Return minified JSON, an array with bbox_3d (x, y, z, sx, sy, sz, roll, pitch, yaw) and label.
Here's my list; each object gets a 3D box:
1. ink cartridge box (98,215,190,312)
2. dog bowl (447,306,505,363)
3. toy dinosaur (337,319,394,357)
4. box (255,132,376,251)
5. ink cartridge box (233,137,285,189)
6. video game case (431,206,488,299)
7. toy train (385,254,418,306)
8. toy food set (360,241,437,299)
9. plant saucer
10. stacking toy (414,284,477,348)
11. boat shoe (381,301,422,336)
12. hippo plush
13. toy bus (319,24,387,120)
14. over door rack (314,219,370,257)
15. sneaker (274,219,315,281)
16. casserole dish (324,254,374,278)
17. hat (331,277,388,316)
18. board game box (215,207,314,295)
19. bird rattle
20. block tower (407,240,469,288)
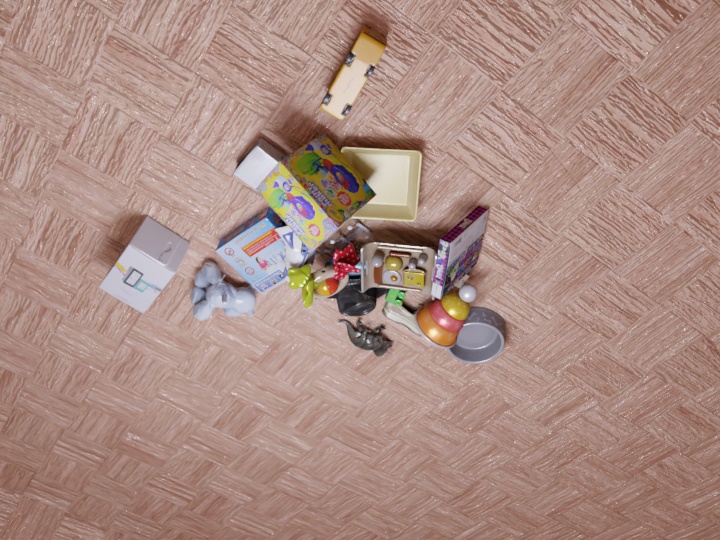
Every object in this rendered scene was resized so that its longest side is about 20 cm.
[{"bbox_3d":[-0.605,-0.017,1.761,0.146,0.147,0.200,35,123,-19],"label":"ink cartridge box"},{"bbox_3d":[0.346,0.204,1.895,0.200,0.059,0.200,3,129,4],"label":"dog bowl"},{"bbox_3d":[0.017,0.211,1.924,0.200,0.077,0.102,15,122,-10],"label":"toy dinosaur"},{"bbox_3d":[-0.103,-0.188,1.494,0.200,0.193,0.122,48,134,-4],"label":"box"},{"bbox_3d":[-0.212,-0.236,1.609,0.200,0.050,0.109,36,123,-22],"label":"ink cartridge box"},{"bbox_3d":[0.258,-0.048,1.624,0.036,0.200,0.182,26,135,26],"label":"video game case"},{"bbox_3d":[0.119,0.017,1.715,0.056,0.042,0.200,23,128,2],"label":"toy train"},{"bbox_3d":[0.101,0.007,1.646,0.200,0.060,0.144,7,124,13],"label":"toy food set"},{"bbox_3d":[0.050,-0.225,1.585,0.199,0.048,0.200,3,125,2],"label":"plant saucer"},{"bbox_3d":[0.258,0.112,1.753,0.146,0.146,0.200,27,128,-15],"label":"stacking toy"},{"bbox_3d":[0.166,0.139,1.860,0.200,0.072,0.076,25,111,-16],"label":"boat shoe"},{"bbox_3d":[-0.387,0.061,1.830,0.161,0.160,0.200,10,153,-42],"label":"hippo plush"},{"bbox_3d":[-0.018,-0.441,1.405,0.065,0.078,0.200,26,127,-15],"label":"toy bus"},{"bbox_3d":[-0.092,-0.110,1.685,0.148,0.067,0.200,-37,117,28],"label":"over door rack"},{"bbox_3d":[-0.175,-0.077,1.659,0.115,0.081,0.200,35,127,9],"label":"sneaker"},{"bbox_3d":[0.000,0.000,1.743,0.199,0.039,0.121,-1,152,-4],"label":"casserole dish"},{"bbox_3d":[-0.014,0.086,1.784,0.200,0.081,0.201,-3,158,-1],"label":"hat"},{"bbox_3d":[-0.266,-0.050,1.757,0.200,0.056,0.196,-29,120,25],"label":"board game box"},{"bbox_3d":[-0.090,0.017,1.657,0.200,0.113,0.163,-31,156,-12],"label":"bird rattle"},{"bbox_3d":[0.210,-0.017,1.735,0.200,0.054,0.058,23,128,-12],"label":"block tower"}]
